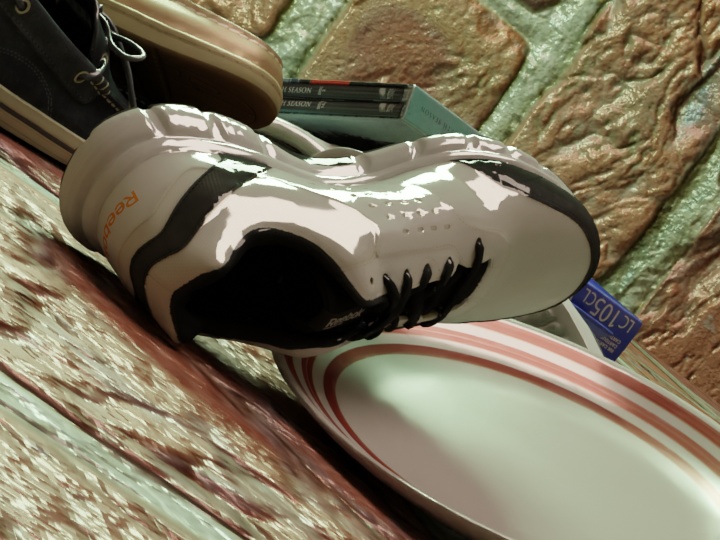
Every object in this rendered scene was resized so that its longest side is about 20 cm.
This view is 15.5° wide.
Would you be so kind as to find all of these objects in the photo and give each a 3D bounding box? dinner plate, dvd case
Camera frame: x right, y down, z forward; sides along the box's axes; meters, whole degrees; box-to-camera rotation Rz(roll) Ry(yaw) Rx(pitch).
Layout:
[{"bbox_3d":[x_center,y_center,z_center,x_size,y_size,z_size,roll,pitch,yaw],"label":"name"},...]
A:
[{"bbox_3d":[0.060,0.062,0.891,0.199,0.024,0.200,21,19,-8],"label":"dinner plate"},{"bbox_3d":[-0.012,-0.054,1.253,0.199,0.022,0.146,7,-17,40],"label":"dvd case"}]

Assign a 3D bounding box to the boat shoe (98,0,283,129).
[{"bbox_3d":[-0.112,-0.121,1.098,0.199,0.065,0.071,25,-20,18],"label":"boat shoe"}]

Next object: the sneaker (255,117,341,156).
[{"bbox_3d":[-0.013,-0.018,1.163,0.199,0.073,0.071,25,10,-24],"label":"sneaker"}]

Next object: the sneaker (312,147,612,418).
[{"bbox_3d":[0.045,0.028,1.055,0.200,0.078,0.079,49,2,40],"label":"sneaker"}]

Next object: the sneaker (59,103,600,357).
[{"bbox_3d":[0.000,0.000,0.869,0.199,0.074,0.080,2,35,-32],"label":"sneaker"}]

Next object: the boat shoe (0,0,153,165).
[{"bbox_3d":[-0.120,-0.084,1.007,0.075,0.062,0.200,38,3,32],"label":"boat shoe"}]

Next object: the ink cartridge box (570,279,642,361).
[{"bbox_3d":[0.080,0.003,1.621,0.136,0.076,0.200,34,7,-35],"label":"ink cartridge box"}]
